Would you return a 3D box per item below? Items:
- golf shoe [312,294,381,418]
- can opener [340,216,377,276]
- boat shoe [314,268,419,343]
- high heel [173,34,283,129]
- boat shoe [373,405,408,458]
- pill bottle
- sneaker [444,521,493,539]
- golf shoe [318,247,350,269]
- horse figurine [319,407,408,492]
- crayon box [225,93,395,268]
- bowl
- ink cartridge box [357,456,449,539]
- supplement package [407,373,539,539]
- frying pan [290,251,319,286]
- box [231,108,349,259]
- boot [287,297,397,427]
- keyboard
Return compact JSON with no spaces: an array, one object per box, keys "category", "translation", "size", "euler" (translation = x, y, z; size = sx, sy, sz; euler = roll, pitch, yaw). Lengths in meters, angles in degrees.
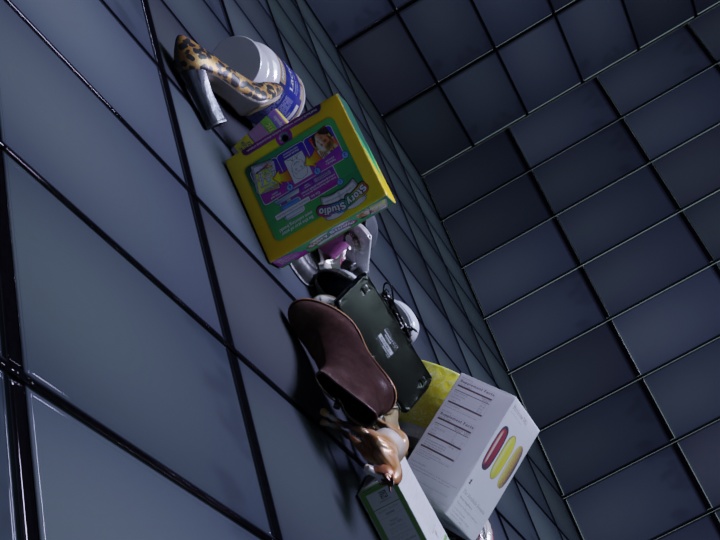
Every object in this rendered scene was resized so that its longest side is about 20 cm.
[{"category":"golf shoe","translation":[-0.018,0.127,1.569],"size":[0.202,0.072,0.092],"euler":[62,12,0]},{"category":"can opener","translation":[0.000,0.000,1.772],"size":[0.052,0.066,0.202],"euler":[38,-43,33]},{"category":"boat shoe","translation":[0.005,0.056,1.683],"size":[0.199,0.069,0.056],"euler":[33,11,37]},{"category":"high heel","translation":[-0.197,-0.306,1.673],"size":[0.199,0.071,0.144],"euler":[-32,99,-52]},{"category":"boat shoe","translation":[0.032,0.195,1.657],"size":[0.202,0.064,0.072],"euler":[66,11,21]},{"category":"pill bottle","translation":[-0.174,-0.314,1.838],"size":[0.117,0.115,0.200],"euler":[64,10,14]},{"category":"sneaker","translation":[0.137,0.376,1.707],"size":[0.074,0.081,0.201],"euler":[30,23,-44]},{"category":"golf shoe","translation":[-0.034,-0.075,1.907],"size":[0.088,0.076,0.203],"euler":[25,54,-45]},{"category":"horse figurine","translation":[0.016,0.221,1.429],"size":[0.131,0.050,0.200],"euler":[31,3,13]},{"category":"crayon box","translation":[-0.074,-0.129,1.602],"size":[0.175,0.198,0.058],"euler":[64,10,14]},{"category":"bowl","translation":[0.115,0.236,1.786],"size":[0.200,0.198,0.109],"euler":[49,58,-50]},{"category":"ink cartridge box","translation":[0.074,0.356,1.452],"size":[0.202,0.059,0.104],"euler":[61,11,-1]},{"category":"supplement package","translation":[0.159,0.277,1.632],"size":[0.109,0.201,0.114],"euler":[21,-20,41]},{"category":"frying pan","translation":[-0.086,-0.025,1.771],"size":[0.116,0.031,0.190],"euler":[66,13,14]},{"category":"box","translation":[-0.087,-0.134,1.748],"size":[0.177,0.096,0.200],"euler":[52,6,21]},{"category":"boot","translation":[-0.034,0.115,1.438],"size":[0.200,0.073,0.166],"euler":[43,11,6]},{"category":"keyboard","translation":[0.034,0.101,1.594],"size":[0.104,0.039,0.202],"euler":[-42,108,-34]}]
